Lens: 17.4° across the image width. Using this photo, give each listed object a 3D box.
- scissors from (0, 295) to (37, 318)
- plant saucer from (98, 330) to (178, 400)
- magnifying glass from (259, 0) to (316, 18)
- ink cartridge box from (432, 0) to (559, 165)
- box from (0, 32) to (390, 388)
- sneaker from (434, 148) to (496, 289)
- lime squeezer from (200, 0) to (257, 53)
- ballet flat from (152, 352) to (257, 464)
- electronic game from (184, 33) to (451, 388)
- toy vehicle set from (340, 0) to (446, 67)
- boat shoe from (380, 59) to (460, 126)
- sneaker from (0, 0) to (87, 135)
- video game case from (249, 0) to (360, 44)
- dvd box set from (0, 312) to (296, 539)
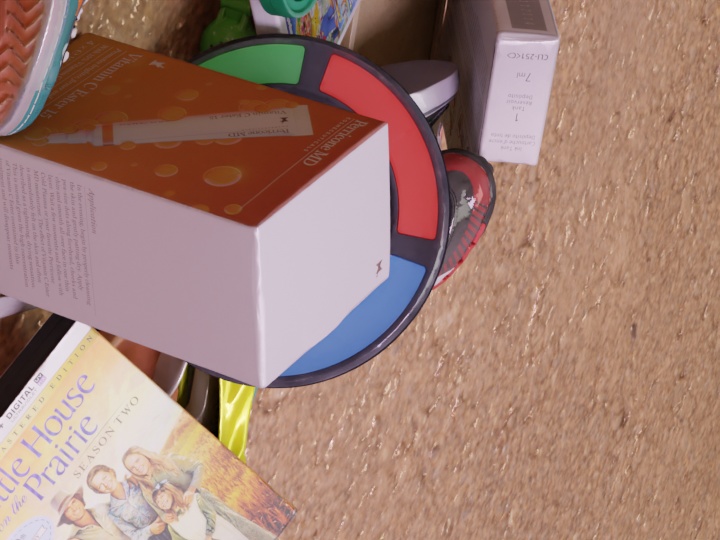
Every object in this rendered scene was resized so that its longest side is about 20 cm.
[{"bbox_3d":[-0.213,0.019,1.251,0.200,0.014,0.074,-32,131,-49],"label":"scissors"},{"bbox_3d":[-0.142,0.109,1.414,0.200,0.037,0.201,-41,140,-46],"label":"plant saucer"},{"bbox_3d":[-0.020,-0.221,1.355,0.201,0.022,0.080,-68,156,-43],"label":"magnifying glass"},{"bbox_3d":[0.083,-0.126,1.540,0.200,0.044,0.177,-96,-167,-54],"label":"ink cartridge box"},{"bbox_3d":[-0.099,-0.035,1.227,0.124,0.199,0.098,-41,140,-45],"label":"box"},{"bbox_3d":[0.000,0.000,1.433,0.200,0.071,0.098,-38,176,10],"label":"sneaker"},{"bbox_3d":[-0.062,-0.152,1.403,0.071,0.038,0.201,21,85,-60],"label":"lime squeezer"},{"bbox_3d":[-0.098,0.100,1.397,0.067,0.067,0.201,-1,105,-39],"label":"ballet flat"},{"bbox_3d":[-0.048,-0.034,1.333,0.042,0.199,0.201,21,88,-81],"label":"electronic game"},{"bbox_3d":[0.003,-0.096,1.569,0.124,0.026,0.201,-18,122,-58],"label":"toy vehicle set"},{"bbox_3d":[-0.009,-0.075,1.455,0.200,0.068,0.057,-33,123,-40],"label":"boat shoe"},{"bbox_3d":[-0.152,-0.164,1.193,0.080,0.071,0.201,5,100,-58],"label":"sneaker"},{"bbox_3d":[-0.024,-0.204,1.411,0.144,0.018,0.201,79,24,-43],"label":"video game case"},{"bbox_3d":[-0.143,0.134,1.320,0.147,0.029,0.200,-51,125,-11],"label":"dvd box set"}]
